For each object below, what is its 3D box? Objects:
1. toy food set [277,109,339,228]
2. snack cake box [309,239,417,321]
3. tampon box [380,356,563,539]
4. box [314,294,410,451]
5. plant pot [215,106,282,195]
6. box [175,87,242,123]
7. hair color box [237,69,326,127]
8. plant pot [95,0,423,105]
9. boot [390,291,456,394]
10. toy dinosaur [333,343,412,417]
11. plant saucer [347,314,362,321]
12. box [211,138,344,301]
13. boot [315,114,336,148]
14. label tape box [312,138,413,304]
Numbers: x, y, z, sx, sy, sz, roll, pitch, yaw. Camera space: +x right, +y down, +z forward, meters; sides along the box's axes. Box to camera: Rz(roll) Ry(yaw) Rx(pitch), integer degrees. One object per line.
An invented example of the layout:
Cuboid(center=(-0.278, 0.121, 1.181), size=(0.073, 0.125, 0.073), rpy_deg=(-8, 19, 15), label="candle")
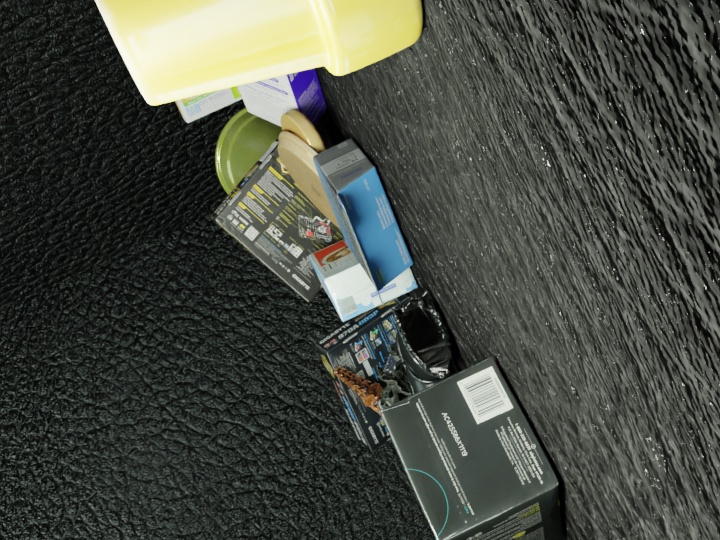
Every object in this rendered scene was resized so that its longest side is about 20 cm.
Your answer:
Cuboid(center=(-0.047, -0.128, 1.583), size=(0.200, 0.049, 0.198), rpy_deg=(45, 170, 12), label="toy food set")
Cuboid(center=(0.000, 0.000, 1.576), size=(0.200, 0.114, 0.068), rpy_deg=(-127, 12, -77), label="snack cake box")
Cuboid(center=(0.117, 0.212, 1.132), size=(0.200, 0.126, 0.150), rpy_deg=(69, 175, -60), label="tampon box")
Cuboid(center=(0.036, 0.154, 1.714), size=(0.046, 0.158, 0.201), rpy_deg=(28, 146, 56), label="box")
Cuboid(center=(-0.132, -0.184, 1.931), size=(0.201, 0.200, 0.184), rpy_deg=(66, 165, -21), label="plant pot")
Cuboid(center=(-0.199, -0.323, 1.652), size=(0.113, 0.199, 0.102), rpy_deg=(72, 172, -66), label="box")
Cuboid(center=(-0.121, -0.278, 1.547), size=(0.109, 0.065, 0.200), rpy_deg=(26, 163, 18), label="hair color box")
Cuboid(center=(-0.083, -0.208, 0.742), size=(0.201, 0.188, 0.202), rpy_deg=(156, 90, -87), label="plant pot")
Cuboid(center=(0.097, 0.130, 1.413), size=(0.163, 0.073, 0.199), rpy_deg=(90, 156, -74), label="boot")
Cuboid(center=(0.059, 0.184, 1.612), size=(0.103, 0.198, 0.136), rpy_deg=(-91, 8, -47), label="toy dinosaur")
Cuboid(center=(0.009, 0.034, 1.789), size=(0.200, 0.035, 0.202), rpy_deg=(-174, 90, -84), label="plant saucer")
Cuboid(center=(-0.103, -0.075, 1.709), size=(0.200, 0.160, 0.049), rpy_deg=(41, 174, -17), label="box")
Cuboid(center=(-0.065, -0.173, 1.722), size=(0.200, 0.074, 0.097), rpy_deg=(75, 173, -61), label="boot")
Cuboid(center=(0.009, -0.066, 1.401), size=(0.200, 0.063, 0.145), rpy_deg=(-121, 8, -64), label="label tape box")
